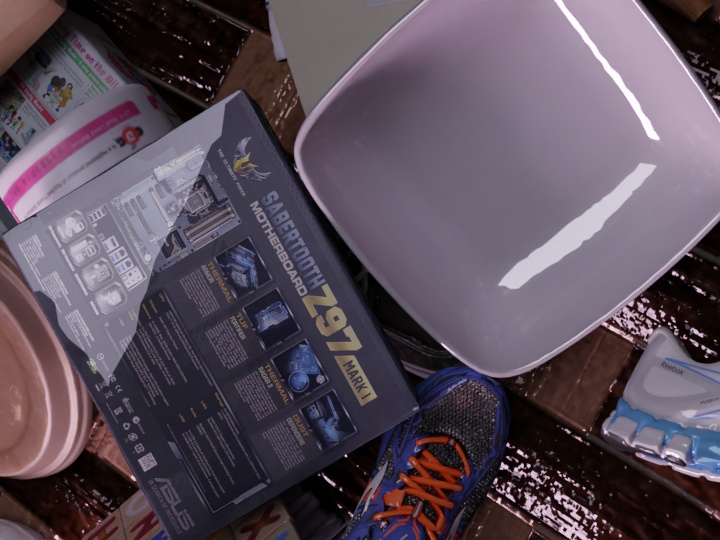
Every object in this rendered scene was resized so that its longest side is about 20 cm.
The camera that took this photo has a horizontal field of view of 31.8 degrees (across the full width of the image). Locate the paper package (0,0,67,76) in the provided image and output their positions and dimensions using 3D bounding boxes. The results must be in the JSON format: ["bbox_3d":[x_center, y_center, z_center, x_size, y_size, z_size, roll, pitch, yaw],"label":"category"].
[{"bbox_3d":[-0.310,-0.190,0.902,0.199,0.103,0.192,-40,34,13],"label":"paper package"}]

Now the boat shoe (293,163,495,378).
[{"bbox_3d":[0.000,0.000,0.780,0.199,0.064,0.071,37,96,25],"label":"boat shoe"}]

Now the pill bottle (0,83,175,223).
[{"bbox_3d":[-0.124,-0.002,0.780,0.113,0.113,0.201,-34,91,14],"label":"pill bottle"}]

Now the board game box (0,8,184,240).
[{"bbox_3d":[-0.225,-0.064,0.900,0.200,0.064,0.148,-48,65,11],"label":"board game box"}]

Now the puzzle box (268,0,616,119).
[{"bbox_3d":[0.051,-0.130,0.759,0.197,0.026,0.135,-4,121,23],"label":"puzzle box"}]

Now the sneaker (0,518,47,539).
[{"bbox_3d":[-0.307,0.204,0.872,0.197,0.085,0.074,-1,77,23],"label":"sneaker"}]

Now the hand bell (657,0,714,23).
[{"bbox_3d":[0.141,-0.227,0.764,0.104,0.104,0.201,-40,79,12],"label":"hand bell"}]

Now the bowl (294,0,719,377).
[{"bbox_3d":[0.084,-0.066,0.698,0.199,0.075,0.200,-40,104,11],"label":"bowl"}]

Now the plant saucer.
[{"bbox_3d":[-0.265,0.059,0.850,0.197,0.029,0.203,15,123,24],"label":"plant saucer"}]

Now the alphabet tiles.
[{"bbox_3d":[-0.119,0.173,0.746,0.167,0.008,0.200,-40,22,-3],"label":"alphabet tiles"}]

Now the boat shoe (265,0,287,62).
[{"bbox_3d":[0.030,-0.165,0.807,0.197,0.073,0.068,3,102,30],"label":"boat shoe"}]

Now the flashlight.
[{"bbox_3d":[-0.093,0.203,0.787,0.199,0.068,0.068,-41,74,6],"label":"flashlight"}]

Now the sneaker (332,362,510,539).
[{"bbox_3d":[0.027,0.147,0.717,0.075,0.078,0.202,28,92,-3],"label":"sneaker"}]

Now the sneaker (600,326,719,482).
[{"bbox_3d":[0.228,0.078,0.656,0.197,0.075,0.088,17,81,27],"label":"sneaker"}]

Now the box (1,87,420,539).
[{"bbox_3d":[-0.080,0.027,0.699,0.156,0.051,0.202,-30,91,3],"label":"box"}]
